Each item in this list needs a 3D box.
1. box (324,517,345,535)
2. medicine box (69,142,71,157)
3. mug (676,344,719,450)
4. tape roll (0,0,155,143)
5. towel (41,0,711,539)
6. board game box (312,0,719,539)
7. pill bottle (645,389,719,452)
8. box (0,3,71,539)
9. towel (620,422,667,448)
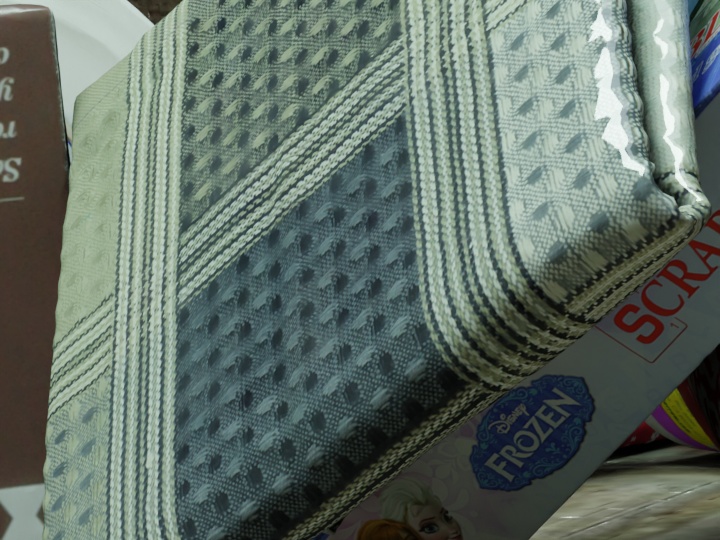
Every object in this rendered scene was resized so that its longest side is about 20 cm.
[{"bbox_3d":[0.008,-0.039,0.714,0.035,0.200,0.110,35,-9,-27],"label":"box"},{"bbox_3d":[-0.056,-0.041,1.253,0.200,0.103,0.182,-34,-1,38],"label":"medicine box"},{"bbox_3d":[0.139,-0.003,0.698,0.133,0.178,0.200,-1,8,5],"label":"mug"},{"bbox_3d":[-0.144,-0.019,1.065,0.202,0.203,0.071,-5,3,-4],"label":"tape roll"},{"bbox_3d":[-0.001,-0.024,0.650,0.035,0.200,0.193,31,-55,-28],"label":"towel"},{"bbox_3d":[0.077,-0.037,0.700,0.200,0.041,0.200,-51,8,42],"label":"board game box"},{"bbox_3d":[0.174,0.010,0.923,0.104,0.104,0.200,-7,4,-36],"label":"pill bottle"},{"bbox_3d":[-0.167,0.015,0.831,0.166,0.164,0.200,-6,4,-11],"label":"box"},{"bbox_3d":[0.079,0.050,1.098,0.200,0.023,0.145,-8,5,-41],"label":"towel"}]
